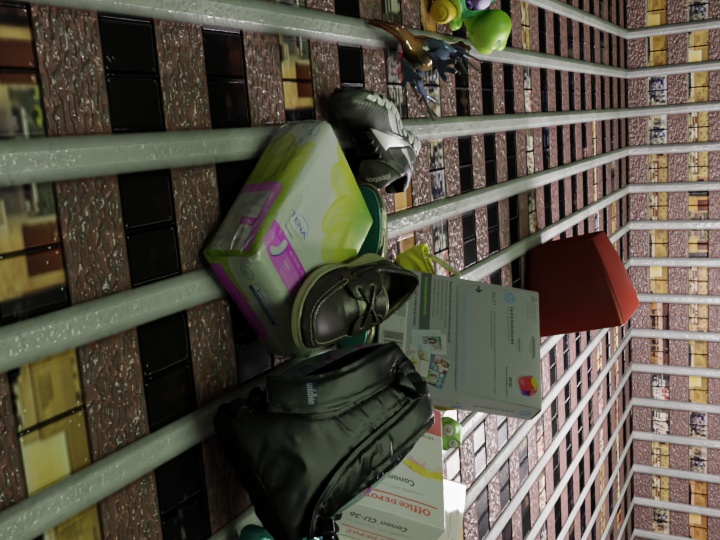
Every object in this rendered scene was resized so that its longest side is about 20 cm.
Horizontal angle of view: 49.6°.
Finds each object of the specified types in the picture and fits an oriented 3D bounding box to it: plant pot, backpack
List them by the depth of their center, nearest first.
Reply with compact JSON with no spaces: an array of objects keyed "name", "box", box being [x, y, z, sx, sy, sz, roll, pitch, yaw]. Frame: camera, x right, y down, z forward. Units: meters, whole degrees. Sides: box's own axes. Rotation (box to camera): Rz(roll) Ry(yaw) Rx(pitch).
[{"name":"backpack","box":[-0.030,0.149,0.762,0.199,0.126,0.168,-30,101,-29]},{"name":"plant pot","box":[0.452,0.022,1.632,0.199,0.198,0.178,-21,99,-59]}]

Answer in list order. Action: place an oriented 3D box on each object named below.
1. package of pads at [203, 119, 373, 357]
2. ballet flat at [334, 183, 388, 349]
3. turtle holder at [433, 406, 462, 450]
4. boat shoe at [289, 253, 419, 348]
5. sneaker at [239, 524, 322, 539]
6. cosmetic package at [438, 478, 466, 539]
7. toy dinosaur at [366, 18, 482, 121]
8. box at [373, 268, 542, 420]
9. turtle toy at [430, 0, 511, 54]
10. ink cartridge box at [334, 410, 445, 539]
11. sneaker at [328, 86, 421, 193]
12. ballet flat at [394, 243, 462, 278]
[{"name":"package of pads","box":[-0.067,-0.038,0.795,0.201,0.068,0.155,-66,145,-36]},{"name":"ballet flat","box":[0.000,0.000,0.927,0.069,0.069,0.202,9,88,-61]},{"name":"turtle holder","box":[0.117,0.133,1.069,0.186,0.130,0.142,-54,137,-46]},{"name":"boat shoe","box":[-0.001,0.026,0.784,0.200,0.064,0.074,-35,126,-57]},{"name":"sneaker","box":[-0.059,0.291,0.819,0.200,0.077,0.081,18,66,-60]},{"name":"cosmetic package","box":[0.060,0.314,1.017,0.200,0.086,0.104,37,58,-55]},{"name":"toy dinosaur","box":[0.103,-0.309,1.084,0.201,0.104,0.182,56,22,-29]},{"name":"box","box":[0.115,0.085,0.931,0.041,0.198,0.157,108,-10,-59]},{"name":"turtle toy","box":[0.171,-0.426,1.178,0.146,0.100,0.202,-50,133,-49]},{"name":"ink cartridge box","box":[0.029,0.235,0.858,0.201,0.115,0.068,-87,-160,-49]},{"name":"sneaker","box":[0.020,-0.150,0.949,0.200,0.066,0.092,31,61,-60]},{"name":"ballet flat","box":[0.115,0.040,1.015,0.067,0.201,0.067,-37,149,1]}]
